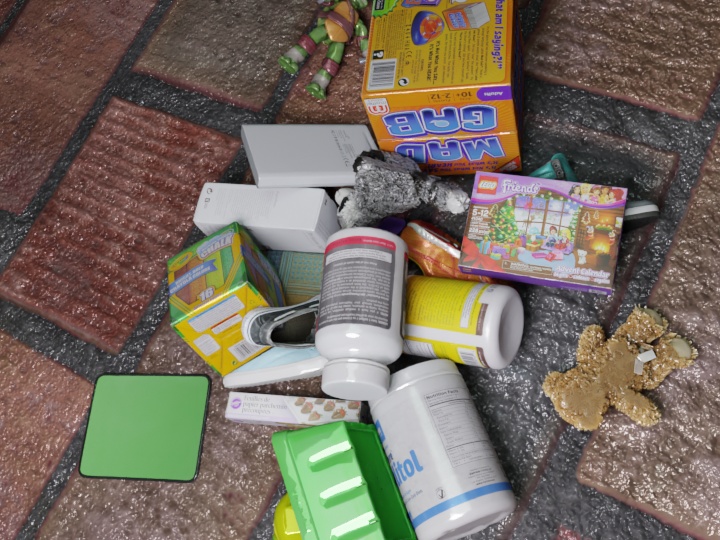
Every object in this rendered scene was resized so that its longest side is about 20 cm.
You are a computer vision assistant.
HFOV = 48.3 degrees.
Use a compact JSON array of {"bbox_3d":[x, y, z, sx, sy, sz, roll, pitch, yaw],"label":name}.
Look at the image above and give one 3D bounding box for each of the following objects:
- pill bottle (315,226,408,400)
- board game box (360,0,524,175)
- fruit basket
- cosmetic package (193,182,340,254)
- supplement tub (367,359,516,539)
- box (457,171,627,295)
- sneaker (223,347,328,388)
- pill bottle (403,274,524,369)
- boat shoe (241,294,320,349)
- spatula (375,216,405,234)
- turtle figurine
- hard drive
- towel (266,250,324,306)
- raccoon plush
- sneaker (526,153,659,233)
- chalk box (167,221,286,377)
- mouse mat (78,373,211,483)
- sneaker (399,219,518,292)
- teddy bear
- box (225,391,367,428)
[{"bbox_3d":[0.001,0.056,1.008,0.111,0.111,0.200,-2,64,15],"label":"pill bottle"},{"bbox_3d":[0.129,-0.275,1.162,0.199,0.200,0.200,-1,63,16],"label":"board game box"},{"bbox_3d":[-0.052,0.302,0.997,0.215,0.155,0.216,-7,74,26],"label":"fruit basket"},{"bbox_3d":[-0.139,-0.078,1.224,0.200,0.102,0.074,6,71,20],"label":"cosmetic package"},{"bbox_3d":[0.100,0.229,1.013,0.132,0.132,0.200,-25,63,5],"label":"supplement tub"},{"bbox_3d":[0.239,-0.051,1.059,0.200,0.039,0.137,9,77,17],"label":"box"},{"bbox_3d":[-0.108,0.115,1.144,0.200,0.074,0.082,-10,80,12],"label":"sneaker"},{"bbox_3d":[0.109,0.065,1.077,0.200,0.109,0.109,7,70,32],"label":"pill bottle"},{"bbox_3d":[-0.060,0.077,1.074,0.071,0.200,0.072,20,114,48],"label":"boat shoe"},{"bbox_3d":[0.000,0.000,1.166,0.056,0.021,0.200,15,69,52],"label":"spatula"},{"bbox_3d":[-0.027,-0.379,1.292,0.200,0.144,0.194,34,85,29],"label":"turtle figurine"},{"bbox_3d":[-0.070,-0.175,1.214,0.200,0.026,0.132,-4,46,-20],"label":"hard drive"},{"bbox_3d":[-0.062,0.043,1.197,0.200,0.022,0.147,5,69,20],"label":"towel"},{"bbox_3d":[0.043,-0.081,1.130,0.200,0.097,0.134,37,123,38],"label":"raccoon plush"},{"bbox_3d":[0.305,-0.106,1.121,0.200,0.084,0.121,-8,76,14],"label":"sneaker"},{"bbox_3d":[-0.191,0.025,1.149,0.124,0.124,0.200,-31,38,6],"label":"chalk box"},{"bbox_3d":[-0.323,0.233,1.202,0.200,0.008,0.161,-2,68,17],"label":"mouse mat"},{"bbox_3d":[0.138,0.005,1.139,0.200,0.073,0.077,35,110,23],"label":"sneaker"},{"bbox_3d":[0.332,0.130,1.031,0.145,0.067,0.200,34,74,16],"label":"teddy bear"},{"bbox_3d":[-0.090,0.199,1.130,0.200,0.041,0.039,2,69,16],"label":"box"}]
